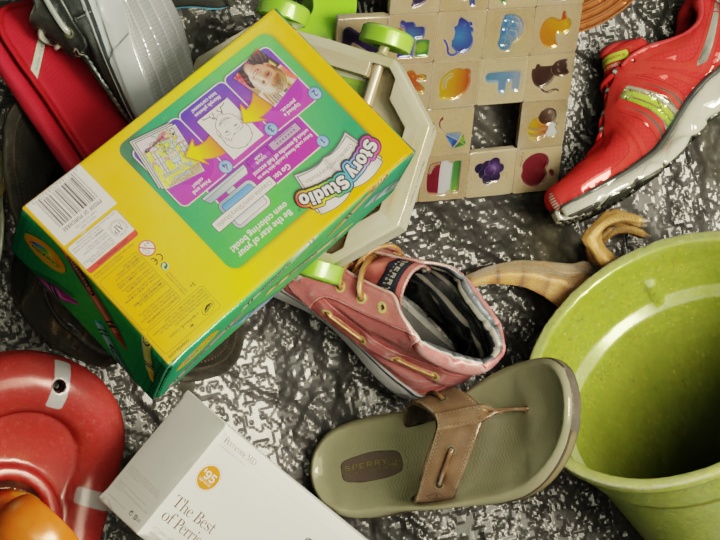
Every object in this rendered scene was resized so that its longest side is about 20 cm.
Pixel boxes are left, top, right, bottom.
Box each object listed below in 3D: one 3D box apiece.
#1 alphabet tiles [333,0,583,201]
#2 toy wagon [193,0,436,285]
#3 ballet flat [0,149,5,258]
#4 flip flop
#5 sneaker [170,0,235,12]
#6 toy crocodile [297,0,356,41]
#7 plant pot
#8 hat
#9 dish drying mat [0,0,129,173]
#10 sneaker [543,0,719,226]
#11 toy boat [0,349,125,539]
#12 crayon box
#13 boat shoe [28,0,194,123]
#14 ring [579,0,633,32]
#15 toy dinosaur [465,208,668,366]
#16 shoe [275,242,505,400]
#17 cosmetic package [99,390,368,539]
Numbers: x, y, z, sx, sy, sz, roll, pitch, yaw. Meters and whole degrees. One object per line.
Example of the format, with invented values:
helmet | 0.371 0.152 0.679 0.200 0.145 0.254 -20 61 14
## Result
alphabet tiles | 0.060 -0.134 1.315 0.166 0.008 0.201 -6 121 -19
toy wagon | -0.057 -0.085 1.260 0.199 0.040 0.156 17 88 16
ballet flat | -0.253 0.016 1.235 0.070 0.071 0.202 19 83 -17
flip flop | 0.046 0.105 1.271 0.057 0.199 0.082 19 61 -54
sneaker | -0.083 -0.208 1.276 0.199 0.073 0.082 -26 106 9
toy crocodile | -0.016 -0.233 1.312 0.061 0.067 0.202 6 87 -17
plant pot | 0.229 0.111 1.319 0.200 0.200 0.185 -44 130 -14
hat | -0.161 -0.004 1.247 0.081 0.201 0.201 -37 104 29
dish drying mat | -0.152 -0.078 1.226 0.077 0.018 0.201 -17 66 -52
sneaker | 0.181 -0.108 1.382 0.085 0.077 0.200 47 69 -1
toy boat | -0.199 0.147 1.205 0.130 0.130 0.202 17 84 -28
crayon box | -0.080 -0.039 1.160 0.119 0.058 0.200 46 64 7
boat shoe | -0.161 -0.160 1.227 0.071 0.072 0.201 -21 98 24
ring | 0.121 -0.255 1.384 0.199 0.019 0.202 0 88 -19
toy dinosaur | 0.147 0.011 1.366 0.199 0.060 0.107 25 83 -16
shoe | 0.000 0.000 1.293 0.200 0.091 0.072 42 61 -13
cosmetic package | -0.060 0.159 1.248 0.083 0.051 0.200 -52 133 -6
